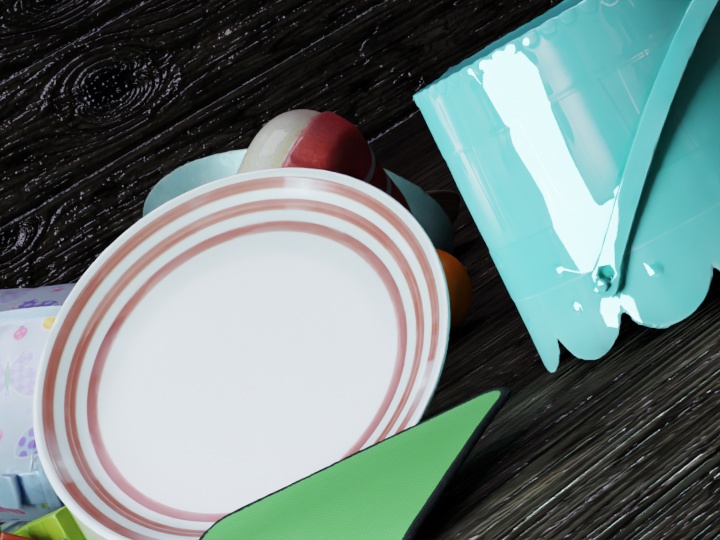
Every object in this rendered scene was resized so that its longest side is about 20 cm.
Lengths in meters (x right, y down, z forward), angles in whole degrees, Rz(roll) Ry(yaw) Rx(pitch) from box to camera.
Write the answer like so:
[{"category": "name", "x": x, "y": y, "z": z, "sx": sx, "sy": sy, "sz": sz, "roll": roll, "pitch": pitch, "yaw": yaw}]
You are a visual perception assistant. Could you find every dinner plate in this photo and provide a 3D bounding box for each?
[{"category": "dinner plate", "x": -0.052, "y": 0.042, "z": 1.276, "sx": 0.200, "sy": 0.200, "sz": 0.024, "roll": -30, "pitch": -40, "yaw": 1}]

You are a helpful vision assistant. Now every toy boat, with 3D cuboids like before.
[{"category": "toy boat", "x": 0.000, "y": 0.000, "z": 1.573, "sx": 0.131, "sy": 0.131, "sz": 0.200, "roll": -66, "pitch": -15, "yaw": -8}]

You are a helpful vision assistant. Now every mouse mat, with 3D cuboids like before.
[{"category": "mouse mat", "x": -0.030, "y": 0.111, "z": 1.102, "sx": 0.161, "sy": 0.008, "sz": 0.200, "roll": -27, "pitch": 11, "yaw": 26}]

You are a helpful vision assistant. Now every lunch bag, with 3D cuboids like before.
[{"category": "lunch bag", "x": -0.188, "y": 0.078, "z": 1.613, "sx": 0.169, "sy": 0.127, "sz": 0.200, "roll": -4, "pitch": 19, "yaw": 32}]

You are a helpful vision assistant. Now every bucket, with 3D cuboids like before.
[{"category": "bucket", "x": 0.131, "y": -0.063, "z": 1.242, "sx": 0.207, "sy": 0.135, "sz": 0.207, "roll": -30, "pitch": 4, "yaw": 3}]

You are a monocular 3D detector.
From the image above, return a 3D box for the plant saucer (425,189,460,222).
[{"category": "plant saucer", "x": -0.020, "y": -0.004, "z": 1.982, "sx": 0.200, "sy": 0.030, "sz": 0.200, "roll": -22, "pitch": -8, "yaw": -3}]

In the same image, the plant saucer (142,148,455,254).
[{"category": "plant saucer", "x": -0.041, "y": -0.010, "z": 1.822, "sx": 0.201, "sy": 0.201, "sz": 0.039, "roll": -26, "pitch": 49, "yaw": 44}]

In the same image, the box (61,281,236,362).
[{"category": "box", "x": -0.060, "y": 0.043, "z": 1.419, "sx": 0.137, "sy": 0.039, "sz": 0.200, "roll": -16, "pitch": -11, "yaw": 4}]

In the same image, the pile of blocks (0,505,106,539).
[{"category": "pile of blocks", "x": -0.116, "y": 0.113, "z": 1.383, "sx": 0.200, "sy": 0.062, "sz": 0.082, "roll": -32, "pitch": 5, "yaw": -25}]

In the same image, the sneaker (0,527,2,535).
[{"category": "sneaker", "x": -0.254, "y": 0.159, "z": 1.316, "sx": 0.118, "sy": 0.074, "sz": 0.200, "roll": 11, "pitch": 20, "yaw": 11}]

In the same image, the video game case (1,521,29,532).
[{"category": "video game case", "x": -0.250, "y": 0.191, "z": 1.642, "sx": 0.200, "sy": 0.023, "sz": 0.182, "roll": -29, "pitch": 4, "yaw": 18}]
